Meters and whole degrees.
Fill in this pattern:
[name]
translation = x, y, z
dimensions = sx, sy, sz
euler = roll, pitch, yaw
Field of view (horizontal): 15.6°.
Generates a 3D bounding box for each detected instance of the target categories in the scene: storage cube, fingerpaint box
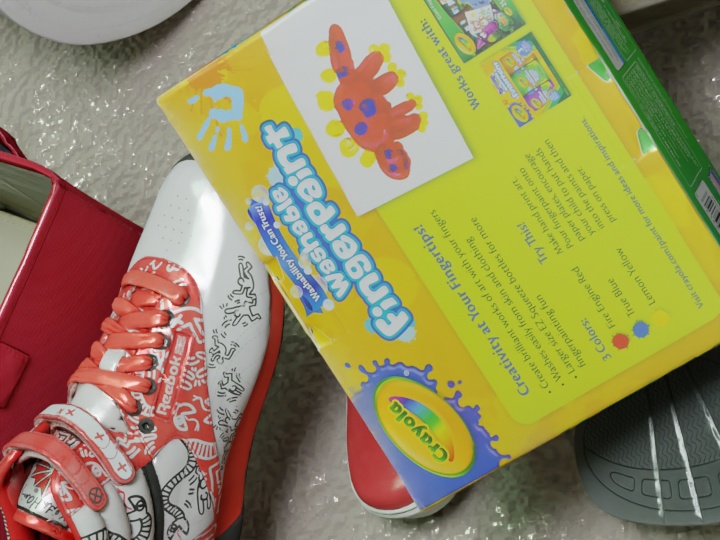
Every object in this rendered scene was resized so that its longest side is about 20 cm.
[storage cube]
translation = -0.176, 0.045, 1.231
dimensions = 0.171, 0.180, 0.200
euler = 19, 80, 38
[fingerpaint box]
translation = 0.044, -0.033, 1.058
dimensions = 0.167, 0.073, 0.200
euler = -32, 95, 20

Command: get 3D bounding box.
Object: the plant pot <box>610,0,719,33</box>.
[plant pot]
translation = 0.104, -0.172, 1.139
dimensions = 0.200, 0.200, 0.135
euler = -20, 87, 26

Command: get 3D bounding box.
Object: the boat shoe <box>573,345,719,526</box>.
[boat shoe]
translation = 0.181, 0.057, 1.066
dimensions = 0.202, 0.065, 0.075
euler = -23, 72, 31

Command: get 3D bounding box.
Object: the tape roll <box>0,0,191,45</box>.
[tape roll]
translation = -0.157, -0.230, 1.323
dimensions = 0.139, 0.203, 0.203
euler = 31, 89, 38

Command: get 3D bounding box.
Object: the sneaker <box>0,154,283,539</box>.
[sneaker]
translation = -0.096, 0.052, 1.126
dimensions = 0.067, 0.108, 0.202
euler = 18, 107, 37

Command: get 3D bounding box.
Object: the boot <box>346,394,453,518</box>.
[boot]
translation = 0.000, 0.000, 1.154
dimensions = 0.072, 0.144, 0.201
euler = -6, 68, 32
